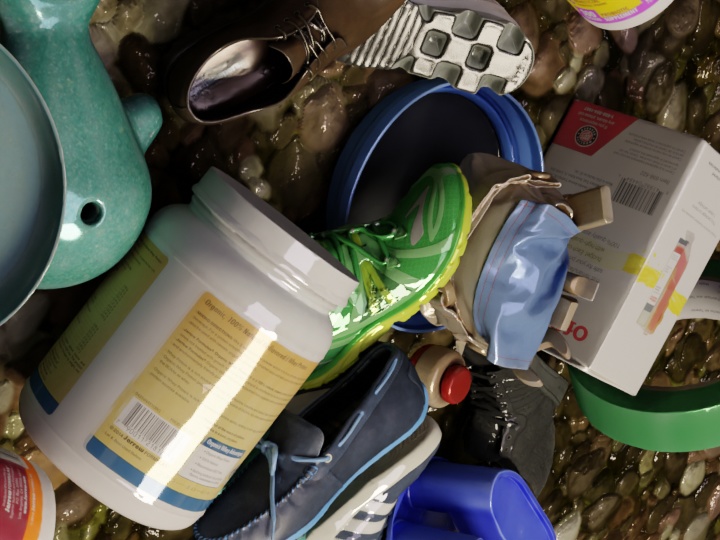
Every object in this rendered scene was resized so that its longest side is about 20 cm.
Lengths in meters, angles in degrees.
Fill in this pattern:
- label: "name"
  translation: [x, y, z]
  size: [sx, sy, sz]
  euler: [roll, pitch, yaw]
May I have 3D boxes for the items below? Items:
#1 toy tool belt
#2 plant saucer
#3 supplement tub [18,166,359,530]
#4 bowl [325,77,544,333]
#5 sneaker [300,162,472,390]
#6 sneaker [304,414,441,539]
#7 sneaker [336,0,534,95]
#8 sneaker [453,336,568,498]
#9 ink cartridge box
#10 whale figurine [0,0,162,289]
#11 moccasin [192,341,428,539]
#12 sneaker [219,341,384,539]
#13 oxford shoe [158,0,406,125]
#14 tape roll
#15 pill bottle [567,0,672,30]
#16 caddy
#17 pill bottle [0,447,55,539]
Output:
- label: "toy tool belt"
  translation: [0.110, 0.021, 1.018]
  size: [0.125, 0.123, 0.201]
  euler: [7, 101, -51]
- label: "plant saucer"
  translation: [-0.259, -0.051, 0.758]
  size: [0.199, 0.027, 0.202]
  euler: [0, 102, 0]
- label: "supplement tub"
  translation: [-0.108, 0.049, 0.888]
  size: [0.200, 0.145, 0.144]
  euler: [-52, 132, 3]
- label: "bowl"
  translation: [0.057, -0.052, 1.067]
  size: [0.200, 0.039, 0.202]
  euler: [-16, 117, -33]
- label: "sneaker"
  translation: [0.000, 0.000, 0.970]
  size: [0.200, 0.074, 0.084]
  euler: [-46, 126, 6]
- label: "sneaker"
  translation: [-0.005, 0.200, 1.095]
  size: [0.200, 0.075, 0.085]
  euler: [-40, 121, -15]
- label: "sneaker"
  translation: [0.022, -0.187, 0.971]
  size: [0.199, 0.089, 0.074]
  euler: [19, 123, -20]
- label: "sneaker"
  translation: [0.120, 0.118, 1.173]
  size: [0.200, 0.060, 0.105]
  euler: [36, 82, -50]
- label: "ink cartridge box"
  translation: [0.200, -0.021, 1.125]
  size: [0.083, 0.145, 0.201]
  euler: [29, 90, -44]
- label: "whale figurine"
  translation: [-0.181, -0.084, 0.815]
  size: [0.158, 0.104, 0.201]
  euler: [-8, 115, -36]
- label: "moccasin"
  translation: [-0.042, 0.120, 0.951]
  size: [0.200, 0.080, 0.068]
  euler: [-41, 128, -28]
- label: "sneaker"
  translation: [-0.047, 0.138, 1.030]
  size: [0.199, 0.084, 0.121]
  euler: [-22, 116, -22]
- label: "oxford shoe"
  translation: [-0.033, -0.151, 0.880]
  size: [0.200, 0.084, 0.073]
  euler: [-36, 118, 2]
- label: "tape roll"
  translation: [0.278, 0.070, 1.188]
  size: [0.200, 0.200, 0.048]
  euler: [-36, 128, -22]
- label: "pill bottle"
  translation: [0.157, -0.270, 1.012]
  size: [0.200, 0.104, 0.105]
  euler: [33, 86, -42]
- label: "caddy"
  translation: [0.089, 0.248, 1.174]
  size: [0.200, 0.104, 0.142]
  euler: [58, 43, -38]
- label: "pill bottle"
  translation: [-0.289, 0.134, 0.813]
  size: [0.200, 0.114, 0.115]
  euler: [35, 85, -42]
